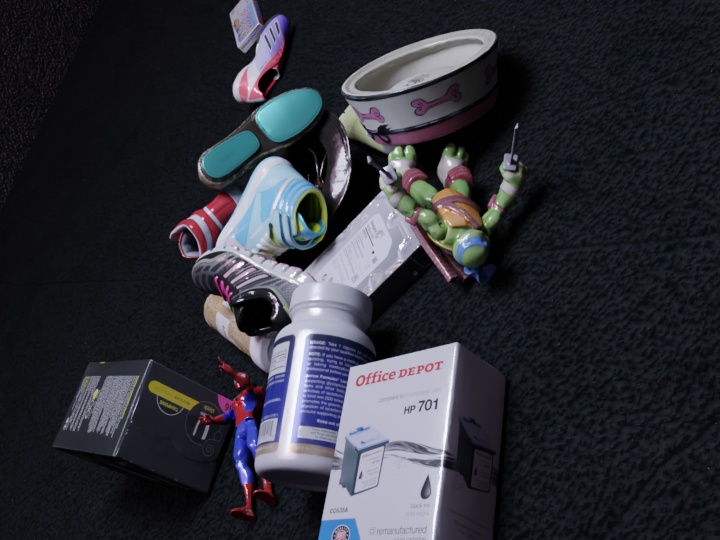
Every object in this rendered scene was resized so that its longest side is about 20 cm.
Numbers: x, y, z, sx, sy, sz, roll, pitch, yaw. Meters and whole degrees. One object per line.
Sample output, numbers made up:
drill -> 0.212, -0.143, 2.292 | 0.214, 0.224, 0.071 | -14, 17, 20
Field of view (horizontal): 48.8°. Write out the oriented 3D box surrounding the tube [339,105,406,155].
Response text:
tube -> 0.013, -0.209, 1.132 | 0.200, 0.057, 0.053 | -140, 41, -59

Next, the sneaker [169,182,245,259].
sneaker -> -0.207, -0.031, 1.129 | 0.112, 0.201, 0.071 | -39, 69, -24

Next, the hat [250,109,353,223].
hat -> -0.067, -0.124, 1.116 | 0.198, 0.080, 0.205 | -10, 74, 39

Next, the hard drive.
hard drive -> 0.000, 0.000, 0.980 | 0.200, 0.038, 0.141 | -44, 36, 17

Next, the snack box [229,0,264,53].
snack box -> -0.252, -0.553, 1.757 | 0.072, 0.024, 0.201 | -43, 36, 18

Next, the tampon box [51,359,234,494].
tampon box -> -0.289, 0.207, 1.067 | 0.198, 0.149, 0.128 | -8, 56, 47

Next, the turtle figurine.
turtle figurine -> 0.094, -0.105, 0.840 | 0.143, 0.201, 0.195 | -33, 28, 5

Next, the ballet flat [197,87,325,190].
ballet flat -> -0.135, -0.176, 1.074 | 0.199, 0.068, 0.075 | -38, -4, -11

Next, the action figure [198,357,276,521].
action figure -> -0.156, 0.192, 0.968 | 0.065, 0.099, 0.202 | -39, 35, 20

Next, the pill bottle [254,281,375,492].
pill bottle -> -0.043, 0.123, 0.846 | 0.115, 0.115, 0.204 | -18, 55, 42

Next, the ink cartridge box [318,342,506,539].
ink cartridge box -> 0.048, 0.184, 0.728 | 0.145, 0.085, 0.203 | -20, 50, 41

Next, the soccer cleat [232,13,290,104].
soccer cleat -> -0.171, -0.400, 1.509 | 0.072, 0.068, 0.203 | 14, 68, 29

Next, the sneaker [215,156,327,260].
sneaker -> -0.115, -0.036, 1.032 | 0.130, 0.079, 0.203 | 33, 105, 40

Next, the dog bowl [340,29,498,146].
dog bowl -> 0.080, -0.221, 0.966 | 0.197, 0.075, 0.201 | -17, 27, 9

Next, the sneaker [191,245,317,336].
sneaker -> -0.142, 0.031, 0.975 | 0.197, 0.075, 0.088 | 14, 48, 29

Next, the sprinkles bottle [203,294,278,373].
sprinkles bottle -> -0.148, 0.077, 1.072 | 0.069, 0.068, 0.199 | -59, 34, -5
